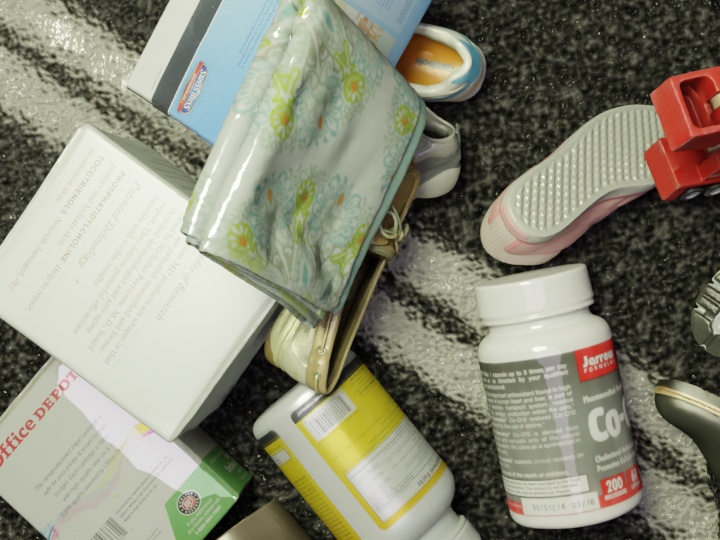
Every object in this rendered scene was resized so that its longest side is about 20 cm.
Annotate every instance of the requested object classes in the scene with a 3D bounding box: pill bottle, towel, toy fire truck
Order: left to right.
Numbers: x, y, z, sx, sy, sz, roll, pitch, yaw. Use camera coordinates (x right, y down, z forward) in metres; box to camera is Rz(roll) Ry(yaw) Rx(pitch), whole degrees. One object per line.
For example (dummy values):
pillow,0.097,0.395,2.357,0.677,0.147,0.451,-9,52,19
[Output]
towel,-0.032,-0.074,0.770,0.048,0.171,0.201,17,79,32
pill bottle,0.009,0.175,0.927,0.112,0.112,0.200,-39,89,6
pill bottle,0.161,0.102,0.909,0.113,0.114,0.201,-12,92,5
toy fire truck,0.295,-0.107,0.843,0.199,0.141,0.049,-10,72,-20

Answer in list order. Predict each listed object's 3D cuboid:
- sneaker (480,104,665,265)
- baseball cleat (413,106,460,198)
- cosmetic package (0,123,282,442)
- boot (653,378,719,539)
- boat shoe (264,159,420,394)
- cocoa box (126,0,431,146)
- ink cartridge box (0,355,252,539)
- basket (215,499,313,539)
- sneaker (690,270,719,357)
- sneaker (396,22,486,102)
sneaker,0.183,-0.069,0.928,0.200,0.105,0.076,-30,80,-23
baseball cleat,-0.014,-0.106,0.923,0.198,0.107,0.070,-4,48,-2
cosmetic package,-0.171,0.008,0.908,0.200,0.167,0.167,36,94,2
boot,0.307,0.195,0.911,0.199,0.077,0.139,34,87,3
boat shoe,-0.001,0.000,0.871,0.063,0.073,0.201,30,86,25
cocoa box,-0.057,-0.184,0.842,0.131,0.133,0.201,34,99,32
ink cartridge box,-0.218,0.175,0.961,0.200,0.088,0.145,42,95,0
basket,-0.058,0.309,0.926,0.136,0.180,0.200,-43,77,32
sneaker,0.353,-0.014,0.902,0.078,0.090,0.200,46,107,30
sneaker,0.006,-0.186,0.926,0.199,0.081,0.077,5,94,10
